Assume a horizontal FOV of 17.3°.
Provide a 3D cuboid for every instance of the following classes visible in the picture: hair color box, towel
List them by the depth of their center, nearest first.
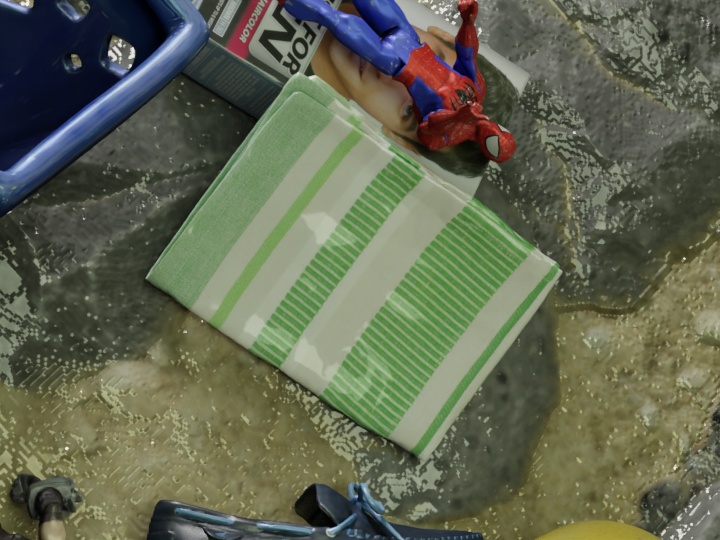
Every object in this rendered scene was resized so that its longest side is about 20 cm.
[{"bbox_3d":[0.000,0.000,1.376,0.200,0.023,0.153,35,92,-13],"label":"towel"},{"bbox_3d":[-0.008,-0.123,1.417,0.200,0.061,0.099,32,66,-13],"label":"hair color box"}]

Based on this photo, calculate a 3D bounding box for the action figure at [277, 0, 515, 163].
[{"bbox_3d":[0.025,-0.138,1.350,0.200,0.099,0.065,43,65,-10],"label":"action figure"}]

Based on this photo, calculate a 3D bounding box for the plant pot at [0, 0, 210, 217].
[{"bbox_3d":[-0.235,-0.111,1.235,0.200,0.180,0.200,48,43,-5],"label":"plant pot"}]

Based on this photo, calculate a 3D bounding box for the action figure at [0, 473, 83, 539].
[{"bbox_3d":[-0.216,0.128,1.262,0.130,0.069,0.200,-34,95,-33],"label":"action figure"}]

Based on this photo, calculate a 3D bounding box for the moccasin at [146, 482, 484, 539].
[{"bbox_3d":[-0.021,0.151,1.327,0.199,0.080,0.068,0,78,-23],"label":"moccasin"}]

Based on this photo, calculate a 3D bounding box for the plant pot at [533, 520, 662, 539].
[{"bbox_3d":[0.129,0.224,1.326,0.200,0.200,0.142,37,40,-10],"label":"plant pot"}]
